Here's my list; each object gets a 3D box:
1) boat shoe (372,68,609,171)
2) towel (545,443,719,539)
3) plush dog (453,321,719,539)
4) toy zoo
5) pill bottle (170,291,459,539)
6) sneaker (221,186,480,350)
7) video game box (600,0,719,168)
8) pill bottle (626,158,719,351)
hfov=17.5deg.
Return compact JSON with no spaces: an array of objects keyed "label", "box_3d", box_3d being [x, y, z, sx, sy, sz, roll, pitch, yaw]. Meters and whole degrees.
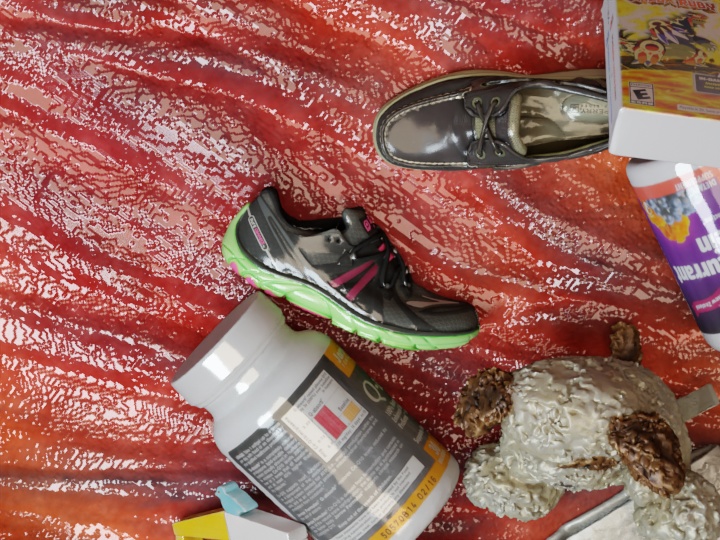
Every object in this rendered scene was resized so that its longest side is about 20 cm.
[{"label":"boat shoe","box_3d":[0.107,-0.110,1.684,0.200,0.065,0.073,-10,101,2]},{"label":"towel","box_3d":[0.214,0.233,1.757,0.200,0.034,0.133,-31,100,5]},{"label":"plush dog","box_3d":[0.164,0.108,1.657,0.200,0.172,0.161,11,85,20]},{"label":"toy zoo","box_3d":[-0.077,0.251,1.717,0.020,0.131,0.200,-19,101,-42]},{"label":"pill bottle","box_3d":[-0.034,0.116,1.692,0.116,0.116,0.200,-45,97,6]},{"label":"sneaker","box_3d":[0.000,0.000,1.696,0.200,0.077,0.084,24,97,-8]},{"label":"video game box","box_3d":[0.271,-0.136,1.628,0.200,0.182,0.047,7,127,-3]},{"label":"pill bottle","box_3d":[0.280,-0.010,1.680,0.111,0.111,0.200,-26,98,3]}]
